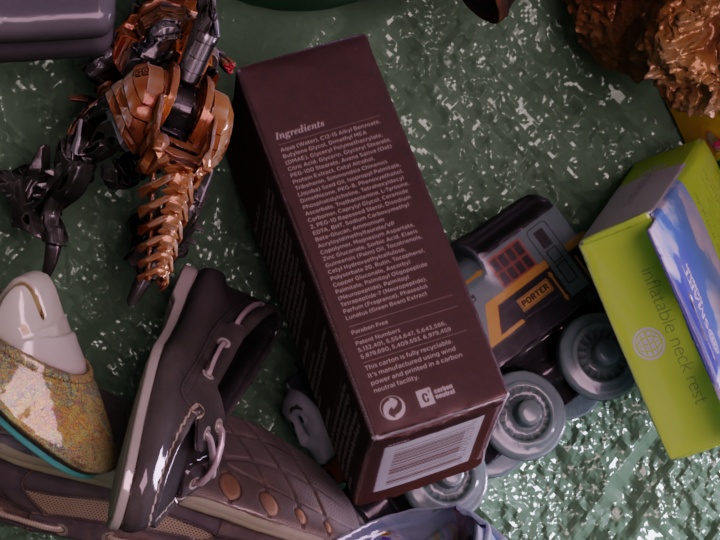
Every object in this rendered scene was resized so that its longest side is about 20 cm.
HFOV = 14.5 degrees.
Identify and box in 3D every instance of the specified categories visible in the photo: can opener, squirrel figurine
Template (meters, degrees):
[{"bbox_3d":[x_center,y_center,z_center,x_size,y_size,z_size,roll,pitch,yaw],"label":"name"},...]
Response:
[{"bbox_3d":[-0.216,-0.131,1.323,0.199,0.053,0.067,-4,76,-8],"label":"can opener"},{"bbox_3d":[0.184,-0.181,1.442,0.141,0.186,0.201,-14,103,-46],"label":"squirrel figurine"}]

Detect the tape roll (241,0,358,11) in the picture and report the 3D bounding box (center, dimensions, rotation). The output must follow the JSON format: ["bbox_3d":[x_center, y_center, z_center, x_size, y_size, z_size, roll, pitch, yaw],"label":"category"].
[{"bbox_3d":[-0.028,-0.233,1.437,0.200,0.048,0.201,1,86,-24],"label":"tape roll"}]

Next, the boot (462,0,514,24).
[{"bbox_3d":[0.068,-0.225,1.394,0.097,0.075,0.200,-31,123,-22],"label":"boot"}]

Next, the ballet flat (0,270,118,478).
[{"bbox_3d":[-0.179,0.013,1.307,0.200,0.071,0.071,39,70,13],"label":"ballet flat"}]

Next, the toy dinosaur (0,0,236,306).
[{"bbox_3d":[-0.105,-0.064,1.341,0.102,0.136,0.200,33,32,-4],"label":"toy dinosaur"}]

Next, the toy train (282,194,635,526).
[{"bbox_3d":[0.054,0.051,1.446,0.200,0.085,0.114,-36,88,-19],"label":"toy train"}]

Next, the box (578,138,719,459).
[{"bbox_3d":[0.166,0.014,1.442,0.048,0.200,0.122,-22,98,20],"label":"box"}]

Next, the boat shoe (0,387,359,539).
[{"bbox_3d":[-0.099,0.109,1.377,0.200,0.075,0.073,20,122,-12],"label":"boat shoe"}]

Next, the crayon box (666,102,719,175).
[{"bbox_3d":[0.263,-0.027,1.488,0.058,0.172,0.200,-30,99,-26],"label":"crayon box"}]

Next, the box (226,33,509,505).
[{"bbox_3d":[0.000,0.000,1.366,0.075,0.100,0.200,-18,71,-12],"label":"box"}]

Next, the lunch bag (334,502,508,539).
[{"bbox_3d":[0.009,0.227,1.358,0.200,0.127,0.170,-36,134,-24],"label":"lunch bag"}]

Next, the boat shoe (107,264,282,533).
[{"bbox_3d":[-0.075,0.059,1.331,0.057,0.200,0.067,15,119,-2],"label":"boat shoe"}]
